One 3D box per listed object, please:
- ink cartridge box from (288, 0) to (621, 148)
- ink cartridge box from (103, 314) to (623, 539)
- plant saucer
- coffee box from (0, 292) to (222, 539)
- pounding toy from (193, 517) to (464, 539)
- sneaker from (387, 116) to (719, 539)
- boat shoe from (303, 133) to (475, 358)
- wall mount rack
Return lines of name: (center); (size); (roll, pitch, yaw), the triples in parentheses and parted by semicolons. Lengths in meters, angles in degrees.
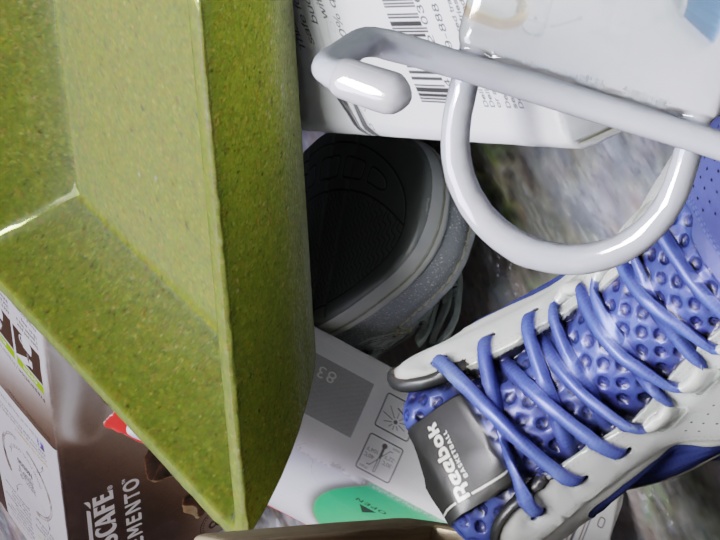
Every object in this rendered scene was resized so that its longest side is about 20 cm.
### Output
ink cartridge box: (0.019, -0.118, 0.748); (0.200, 0.084, 0.146); (11, 124, 63)
ink cartridge box: (-0.013, 0.084, 0.978); (0.161, 0.050, 0.200); (28, 155, -8)
plant saucer: (-0.072, -0.049, 0.834); (0.200, 0.048, 0.201); (41, 144, 45)
coffee box: (-0.100, 0.035, 1.133); (0.080, 0.113, 0.200); (48, 152, 34)
pounding toy: (0.066, 0.157, 0.772); (0.183, 0.200, 0.143); (8, 90, 24)
sneaker: (0.075, 0.029, 0.742); (0.081, 0.115, 0.200); (57, 157, 13)
boat shoe: (0.000, 0.002, 0.956); (0.202, 0.065, 0.075); (143, 136, -64)
wall mount rack: (0.087, -0.077, 0.597); (0.173, 0.075, 0.201); (17, 108, 10)
